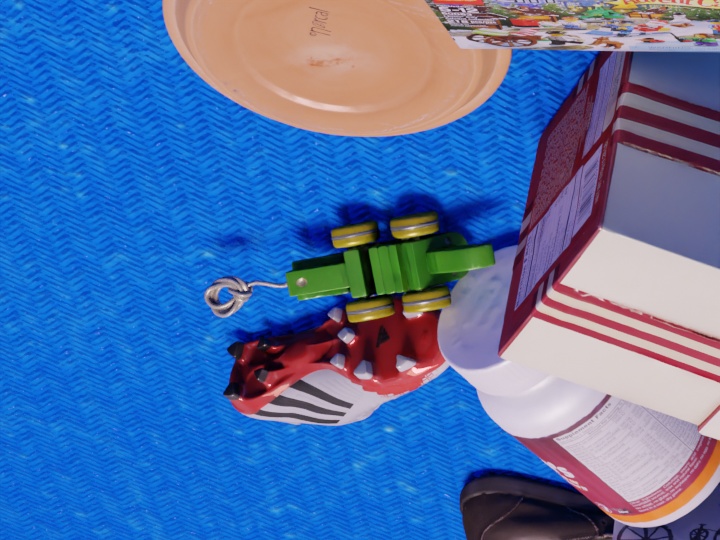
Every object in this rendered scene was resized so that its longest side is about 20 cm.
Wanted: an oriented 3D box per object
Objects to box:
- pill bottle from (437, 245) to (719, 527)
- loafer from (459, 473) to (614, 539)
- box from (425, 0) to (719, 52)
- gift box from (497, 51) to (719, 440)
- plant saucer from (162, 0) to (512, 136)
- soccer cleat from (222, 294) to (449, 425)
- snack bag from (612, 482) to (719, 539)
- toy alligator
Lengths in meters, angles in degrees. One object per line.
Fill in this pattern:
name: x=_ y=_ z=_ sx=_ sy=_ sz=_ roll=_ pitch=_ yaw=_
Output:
pill bottle: x=0.142 y=0.072 z=1.837 sx=0.109 sy=0.110 sz=0.200 roll=-17 pitch=139 yaw=35
loafer: x=0.165 y=0.201 z=2.065 sx=0.199 sy=0.072 sz=0.073 roll=9 pitch=148 yaw=2
box: x=0.137 y=-0.144 z=1.484 sx=0.199 sy=0.038 sz=0.137 roll=2 pitch=172 yaw=13
gift box: x=0.202 y=-0.021 z=1.610 sx=0.186 sy=0.185 sz=0.200 roll=19 pitch=153 yaw=-11
plant saucer: x=-0.013 y=-0.135 z=1.632 sx=0.200 sy=0.032 sz=0.201 roll=7 pitch=147 yaw=4
soccer cleat: x=-0.002 y=0.065 z=1.912 sx=0.200 sy=0.069 sz=0.085 roll=-16 pitch=148 yaw=40
snack bag: x=0.256 y=0.170 z=1.883 sx=0.188 sy=0.200 sz=0.021 roll=1 pitch=132 yaw=13
toy alligator: x=0.000 y=0.000 z=1.821 sx=0.199 sy=0.060 sz=0.054 roll=-9 pitch=-176 yaw=27
